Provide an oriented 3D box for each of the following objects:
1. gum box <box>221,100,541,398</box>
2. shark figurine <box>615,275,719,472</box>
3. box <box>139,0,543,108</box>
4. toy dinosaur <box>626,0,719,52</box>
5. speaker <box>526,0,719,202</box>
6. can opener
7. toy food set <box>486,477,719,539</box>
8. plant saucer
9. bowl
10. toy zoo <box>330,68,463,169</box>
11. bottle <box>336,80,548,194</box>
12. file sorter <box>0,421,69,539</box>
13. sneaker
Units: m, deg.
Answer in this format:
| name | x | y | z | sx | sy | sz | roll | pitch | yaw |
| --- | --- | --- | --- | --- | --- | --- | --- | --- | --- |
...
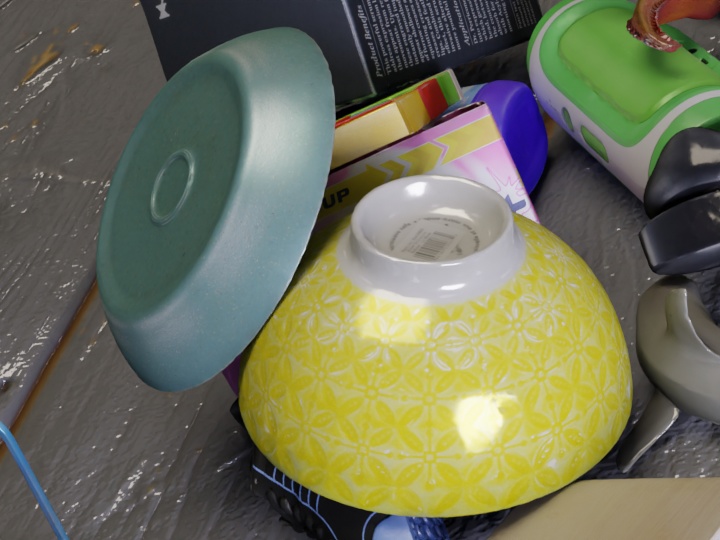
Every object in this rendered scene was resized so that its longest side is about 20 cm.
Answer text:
| name | x | y | z | sx | sy | sz | roll | pitch | yaw |
| --- | --- | --- | --- | --- | --- | --- | --- | --- | --- |
| gum box | 0.000 | 0.000 | 1.496 | 0.200 | 0.114 | 0.066 | -25 | 5 | 0 |
| shark figurine | 0.193 | 0.039 | 1.347 | 0.214 | 0.090 | 0.128 | 9 | 46 | 45 |
| box | -0.008 | -0.159 | 1.675 | 0.148 | 0.107 | 0.200 | -14 | 6 | 38 |
| toy dinosaur | 0.191 | -0.169 | 1.618 | 0.105 | 0.181 | 0.200 | -10 | 61 | 34 |
| speaker | 0.166 | -0.093 | 1.564 | 0.088 | 0.089 | 0.200 | -28 | 31 | -6 |
| can opener | 0.237 | -0.057 | 1.418 | 0.200 | 0.063 | 0.079 | -22 | 71 | 18 |
| toy food set | 0.102 | 0.168 | 1.253 | 0.143 | 0.060 | 0.200 | -5 | 33 | 49 |
| plant saucer | -0.084 | -0.038 | 1.409 | 0.200 | 0.036 | 0.200 | -36 | 43 | 43 |
| bowl | 0.035 | 0.018 | 1.352 | 0.200 | 0.108 | 0.200 | -2 | 35 | 1 |
| toy zoo | -0.021 | -0.067 | 1.512 | 0.131 | 0.020 | 0.200 | -23 | 5 | 15 |
| bottle | 0.010 | -0.065 | 1.648 | 0.200 | 0.065 | 0.084 | -7 | 30 | 27 |
| file sorter | -0.257 | 0.179 | 1.412 | 0.139 | 0.123 | 0.200 | -4 | 37 | 31 |
| sneaker | -0.011 | 0.114 | 1.388 | 0.078 | 0.070 | 0.200 | -32 | 37 | 7 |
